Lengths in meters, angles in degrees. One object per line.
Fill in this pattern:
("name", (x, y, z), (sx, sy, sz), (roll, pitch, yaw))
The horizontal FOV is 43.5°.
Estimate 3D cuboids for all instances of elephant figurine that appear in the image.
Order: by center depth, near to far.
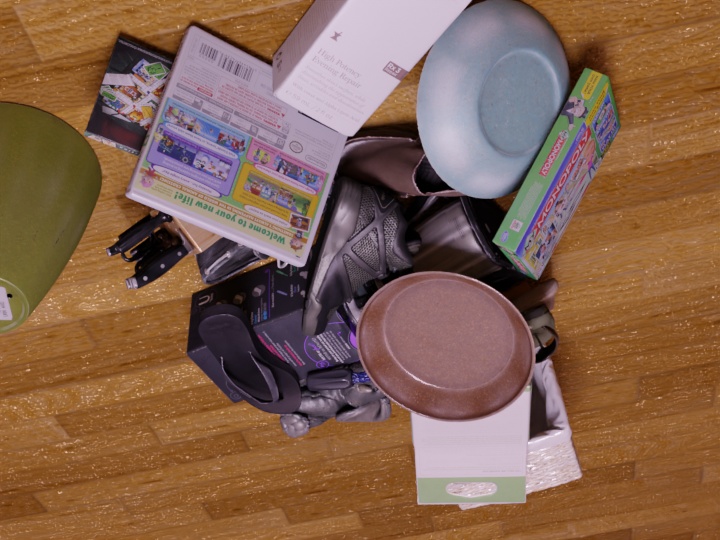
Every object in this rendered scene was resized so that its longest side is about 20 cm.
("elephant figurine", (-0.013, 0.155, 1.227), (0.199, 0.155, 0.142), (-11, 111, 12))

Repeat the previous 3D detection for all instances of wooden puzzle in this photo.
("wooden puzzle", (0.164, 0.069, 1.155), (0.185, 0.037, 0.200), (-29, 167, 3))

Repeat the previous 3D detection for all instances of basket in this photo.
("basket", (0.191, 0.202, 1.266), (0.200, 0.199, 0.161), (-20, 139, 12))

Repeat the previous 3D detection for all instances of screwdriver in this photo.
("screwdriver", (0.028, 0.127, 1.114), (0.199, 0.028, 0.029), (-10, 144, 15))

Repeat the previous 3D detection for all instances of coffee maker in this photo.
("coffee maker", (0.097, 0.010, 1.098), (0.200, 0.135, 0.192), (-31, 132, 23))

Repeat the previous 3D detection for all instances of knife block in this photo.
("knife block", (-0.170, -0.059, 0.957), (0.200, 0.176, 0.064), (-29, 105, 21))

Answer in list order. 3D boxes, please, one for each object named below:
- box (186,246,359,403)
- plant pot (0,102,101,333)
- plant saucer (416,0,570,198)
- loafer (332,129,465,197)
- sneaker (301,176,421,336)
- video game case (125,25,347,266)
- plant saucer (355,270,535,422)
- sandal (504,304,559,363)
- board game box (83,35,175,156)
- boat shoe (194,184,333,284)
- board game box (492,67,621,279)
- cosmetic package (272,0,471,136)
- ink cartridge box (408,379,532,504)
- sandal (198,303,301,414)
("box", (-0.104, 0.069, 1.151), (0.200, 0.106, 0.122), (-21, 133, 14))
("plant pot", (-0.375, -0.040, 0.937), (0.187, 0.200, 0.187), (-4, 136, -4))
("plant saucer", (0.149, -0.168, 0.906), (0.201, 0.039, 0.202), (-9, 109, -29))
("loafer", (0.054, -0.116, 0.977), (0.199, 0.071, 0.073), (0, 100, 10))
("sneaker", (0.000, 0.000, 0.998), (0.114, 0.076, 0.200), (16, 117, -11))
("video game case", (-0.116, -0.123, 0.923), (0.200, 0.183, 0.022), (23, 169, -28))
("plant saucer", (0.096, 0.080, 1.006), (0.200, 0.037, 0.201), (8, 121, 13))
("sandal", (0.203, 0.085, 1.085), (0.080, 0.057, 0.201), (-31, 167, 8))
("board game box", (-0.170, -0.150, 0.925), (0.200, 0.105, 0.023), (21, 167, -24))
("boat shoe", (-0.109, -0.041, 1.052), (0.199, 0.068, 0.074), (-22, 156, 16))
("board game box", (0.212, -0.096, 0.958), (0.200, 0.029, 0.135), (-61, 156, -1))
("cosmetic package", (0.009, -0.236, 0.876), (0.102, 0.074, 0.200), (23, 129, -28))
("ink cartridge box", (0.137, 0.206, 1.124), (0.145, 0.048, 0.200), (-2, 125, 5))
("sandal", (-0.137, 0.121, 1.093), (0.076, 0.043, 0.200), (-21, 132, 15))
